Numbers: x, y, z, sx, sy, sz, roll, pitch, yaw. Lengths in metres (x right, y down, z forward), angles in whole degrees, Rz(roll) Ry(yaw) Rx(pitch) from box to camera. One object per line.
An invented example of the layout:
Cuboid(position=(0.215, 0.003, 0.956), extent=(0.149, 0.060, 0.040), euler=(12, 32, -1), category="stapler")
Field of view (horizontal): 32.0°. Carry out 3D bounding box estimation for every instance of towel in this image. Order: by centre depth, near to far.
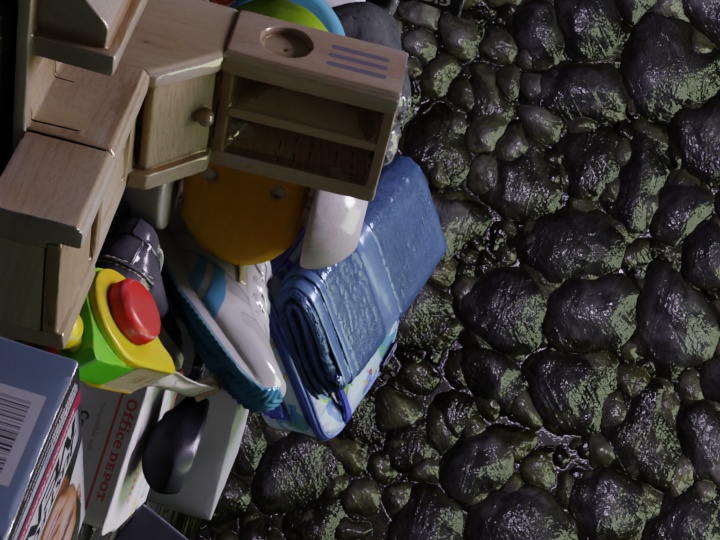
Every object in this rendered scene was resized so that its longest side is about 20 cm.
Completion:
Cuboid(position=(0.000, 0.000, 1.021), extent=(0.200, 0.048, 0.113), euler=(-50, 133, -42), category="towel")

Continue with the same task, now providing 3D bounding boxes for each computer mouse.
Cuboid(position=(-0.134, 0.095, 0.946), extent=(0.201, 0.034, 0.059), euler=(-88, -158, -63), category="computer mouse")

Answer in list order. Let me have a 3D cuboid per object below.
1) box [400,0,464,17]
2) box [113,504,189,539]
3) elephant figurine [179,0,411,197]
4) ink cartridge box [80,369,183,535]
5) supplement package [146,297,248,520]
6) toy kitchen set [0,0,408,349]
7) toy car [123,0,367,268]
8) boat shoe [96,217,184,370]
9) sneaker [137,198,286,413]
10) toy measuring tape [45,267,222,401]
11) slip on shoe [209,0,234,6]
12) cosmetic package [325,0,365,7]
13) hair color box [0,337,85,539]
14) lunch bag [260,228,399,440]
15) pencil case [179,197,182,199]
Cuboid(position=(-0.005, -0.275, 0.813), extent=(0.050, 0.195, 0.202), euler=(107, -1, -59), category="box")
Cuboid(position=(-0.186, 0.307, 0.980), extent=(0.201, 0.121, 0.106), euler=(-51, 171, -24), category="box")
Cuboid(position=(-0.066, -0.150, 1.002), extent=(0.142, 0.197, 0.157), euler=(115, -28, -47), category="elephant figurine")
Cuboid(position=(-0.190, 0.125, 0.952), extent=(0.200, 0.066, 0.118), euler=(129, -22, -86), category="ink cartridge box")
Cuboid(position=(-0.160, 0.107, 1.170), extent=(0.117, 0.115, 0.203), euler=(-73, 179, -63), category="supplement package")
Cuboid(position=(-0.070, -0.078, 0.612), extent=(0.202, 0.177, 0.165), euler=(-80, -176, -48), category="toy kitchen set")
Cuboid(position=(-0.066, -0.110, 0.876), extent=(0.151, 0.172, 0.202), euler=(-75, -179, -51), category="toy car")
Cuboid(position=(-0.158, 0.021, 0.921), extent=(0.200, 0.072, 0.064), euler=(94, 16, -71), category="boat shoe")
Cuboid(position=(-0.097, 0.015, 0.928), extent=(0.201, 0.080, 0.077), euler=(57, -18, 33), category="sneaker")
Cuboid(position=(-0.148, 0.042, 0.816), extent=(0.200, 0.073, 0.075), euler=(29, 77, -67), category="toy measuring tape")
Cuboid(position=(-0.089, -0.226, 0.931), extent=(0.200, 0.060, 0.075), euler=(126, -21, -73), category="slip on shoe")
Cuboid(position=(-0.058, -0.238, 1.192), extent=(0.201, 0.121, 0.202), euler=(107, 1, -51), category="cosmetic package")
Cuboid(position=(-0.193, 0.130, 0.678), extent=(0.201, 0.060, 0.100), euler=(108, -2, -56), category="hair color box")
Cuboid(position=(-0.044, 0.034, 1.077), extent=(0.161, 0.081, 0.202), euler=(-53, 138, -39), category="lunch bag")
Cuboid(position=(-0.103, -0.045, 1.116), extent=(0.199, 0.077, 0.088), euler=(-28, 122, -57), category="pencil case")
